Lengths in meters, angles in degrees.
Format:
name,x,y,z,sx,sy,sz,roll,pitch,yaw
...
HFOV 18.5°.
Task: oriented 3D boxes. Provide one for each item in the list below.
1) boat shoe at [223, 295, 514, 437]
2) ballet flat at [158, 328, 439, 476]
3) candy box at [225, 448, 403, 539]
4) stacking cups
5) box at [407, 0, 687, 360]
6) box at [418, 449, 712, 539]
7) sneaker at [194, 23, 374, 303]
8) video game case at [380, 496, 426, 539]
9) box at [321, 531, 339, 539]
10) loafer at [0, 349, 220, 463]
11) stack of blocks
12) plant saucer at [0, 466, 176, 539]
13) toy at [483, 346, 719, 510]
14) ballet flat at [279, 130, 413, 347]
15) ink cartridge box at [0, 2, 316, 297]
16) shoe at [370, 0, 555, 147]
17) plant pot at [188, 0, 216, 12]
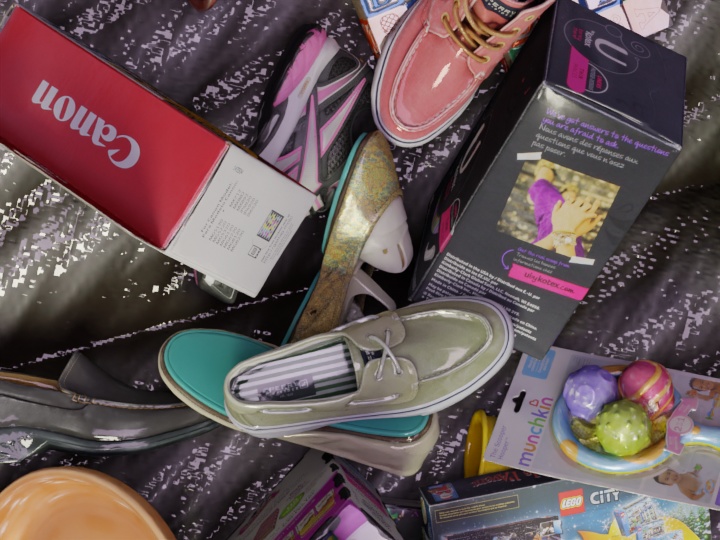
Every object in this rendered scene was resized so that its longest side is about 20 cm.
name,x,y,z,sx,sy,sz,roll,pitch,yaw
boat shoe,0.005,0.066,1.443,0.198,0.062,0.073,-18,78,2
ballet flat,-0.043,0.095,1.508,0.198,0.069,0.070,17,94,9
candy box,-0.042,0.199,1.487,0.061,0.200,0.136,43,91,-10
stacking cups,0.175,0.144,1.581,0.198,0.061,0.061,9,95,-10
box,0.125,-0.061,1.479,0.105,0.123,0.201,25,125,-8
box,0.148,0.202,1.544,0.198,0.038,0.138,-10,106,-7
sneaker,-0.044,-0.063,1.523,0.086,0.080,0.201,26,94,-12
video game case,0.088,0.271,1.592,0.180,0.036,0.202,5,95,-8
box,-0.038,0.227,1.288,0.117,0.200,0.048,-42,99,0
loafer,-0.193,0.091,1.525,0.198,0.073,0.073,-4,92,-7
stack of blocks,0.102,-0.186,1.536,0.199,0.059,0.116,-22,98,-4
plant saucer,-0.184,0.231,1.511,0.199,0.037,0.202,6,101,32
toy,0.195,0.097,1.516,0.198,0.116,0.047,13,137,14
ballet flat,0.000,0.000,1.512,0.070,0.071,0.201,17,117,-8
ink cartridge box,-0.155,-0.082,1.418,0.199,0.175,0.084,33,92,26
shoe,0.076,-0.169,1.458,0.071,0.091,0.201,34,91,-9
plant pot,-0.031,-0.287,1.454,0.194,0.201,0.203,-12,97,-14
